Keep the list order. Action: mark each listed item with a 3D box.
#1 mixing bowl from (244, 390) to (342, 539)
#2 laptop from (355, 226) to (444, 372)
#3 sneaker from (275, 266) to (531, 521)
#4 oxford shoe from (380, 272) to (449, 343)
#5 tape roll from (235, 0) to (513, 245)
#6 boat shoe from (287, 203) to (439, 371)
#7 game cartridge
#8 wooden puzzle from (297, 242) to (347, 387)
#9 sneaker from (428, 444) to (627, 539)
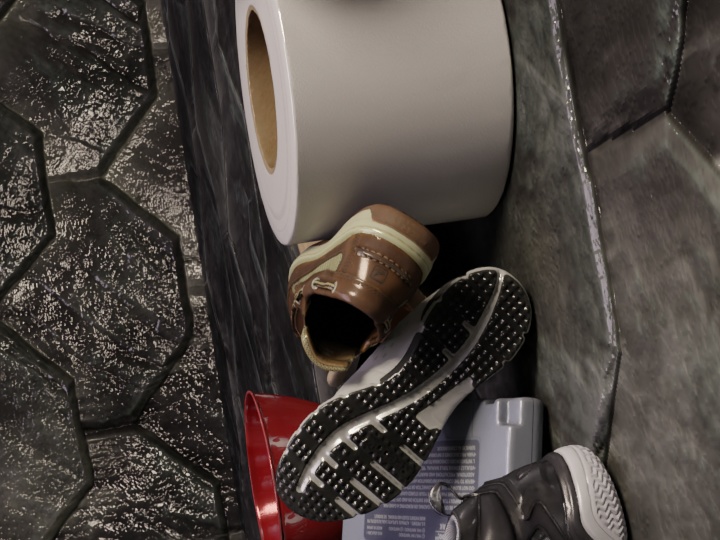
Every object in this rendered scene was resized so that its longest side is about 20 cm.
[{"bbox_3d":[-0.050,0.216,1.484,0.200,0.107,0.202,172,90,-79],"label":"mixing bowl"},{"bbox_3d":[0.058,0.086,1.114,0.177,0.102,0.202,148,138,-77],"label":"laptop"},{"bbox_3d":[0.028,0.079,0.903,0.074,0.200,0.080,47,-179,-5],"label":"sneaker"},{"bbox_3d":[0.000,0.000,1.010,0.200,0.071,0.071,51,118,30],"label":"oxford shoe"},{"bbox_3d":[0.002,-0.125,0.925,0.203,0.138,0.205,171,90,-79],"label":"tape roll"},{"bbox_3d":[-0.016,0.025,0.889,0.075,0.074,0.202,-62,2,-22],"label":"boat shoe"},{"bbox_3d":[0.050,0.154,0.936,0.199,0.041,0.135,-13,75,59],"label":"game cartridge"},{"bbox_3d":[0.000,-0.036,1.159,0.201,0.037,0.186,-102,28,-44],"label":"wooden puzzle"},{"bbox_3d":[0.093,0.200,0.763,0.076,0.113,0.202,119,142,-71],"label":"sneaker"}]
